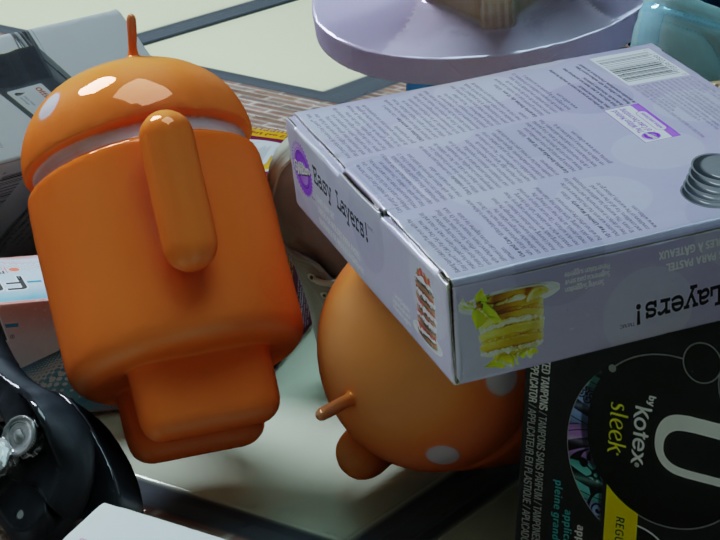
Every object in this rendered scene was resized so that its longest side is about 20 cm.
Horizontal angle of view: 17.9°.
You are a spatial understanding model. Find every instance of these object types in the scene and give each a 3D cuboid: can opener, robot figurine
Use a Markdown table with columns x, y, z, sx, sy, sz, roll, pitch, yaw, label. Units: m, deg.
| x | y | z | sx | sy | sz | roll | pitch | yaw | label |
| --- | --- | --- | --- | --- | --- | --- | --- | --- | --- |
| -0.179 | 0.052 | 1.062 | 0.200 | 0.063 | 0.079 | 47 | 0 | 30 | can opener |
| 0.057 | 0.036 | 1.076 | 0.144 | 0.117 | 0.200 | -5 | -3 | 34 | robot figurine |
| -0.096 | -0.013 | 1.073 | 0.116 | 0.201 | 0.144 | -20 | -16 | 20 | robot figurine |

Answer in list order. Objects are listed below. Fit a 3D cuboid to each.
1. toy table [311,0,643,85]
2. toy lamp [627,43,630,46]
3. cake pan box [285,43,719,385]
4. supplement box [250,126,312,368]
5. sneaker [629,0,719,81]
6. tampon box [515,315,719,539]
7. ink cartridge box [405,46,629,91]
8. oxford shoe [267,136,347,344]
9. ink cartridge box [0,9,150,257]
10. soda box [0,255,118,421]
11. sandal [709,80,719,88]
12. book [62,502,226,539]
| x | y | z | sx | sy | sz | roll | pitch | yaw | label |
| --- | --- | --- | --- | --- | --- | --- | --- | --- | --- |
| 0.069 | -0.187 | 1.263 | 0.199 | 0.117 | 0.184 | -13 | 44 | -6 | toy table |
| 0.112 | -0.167 | 1.359 | 0.199 | 0.058 | 0.058 | 8 | 20 | 19 | toy lamp |
| 0.083 | -0.033 | 0.964 | 0.184 | 0.052 | 0.200 | -12 | 27 | -19 | cake pan box |
| -0.076 | -0.016 | 1.299 | 0.110 | 0.086 | 0.200 | 8 | 20 | 13 | supplement box |
| 0.221 | -0.134 | 1.235 | 0.074 | 0.082 | 0.200 | 20 | 24 | 38 | sneaker |
| 0.184 | 0.077 | 0.972 | 0.200 | 0.150 | 0.126 | 13 | 22 | 30 | tampon box |
| 0.143 | -0.043 | 1.314 | 0.199 | 0.148 | 0.145 | 12 | 21 | 25 | ink cartridge box |
| 0.000 | 0.000 | 1.139 | 0.075 | 0.200 | 0.058 | -16 | 51 | -4 | oxford shoe |
| -0.220 | -0.063 | 1.307 | 0.200 | 0.145 | 0.084 | -21 | 73 | -49 | ink cartridge box |
| -0.210 | 0.037 | 1.155 | 0.199 | 0.069 | 0.064 | -5 | 23 | -20 | soda box |
| 0.169 | -0.010 | 1.142 | 0.054 | 0.200 | 0.080 | -24 | 44 | -38 | sandal |
| -0.047 | 0.162 | 0.871 | 0.199 | 0.048 | 0.134 | 13 | 26 | 22 | book |
